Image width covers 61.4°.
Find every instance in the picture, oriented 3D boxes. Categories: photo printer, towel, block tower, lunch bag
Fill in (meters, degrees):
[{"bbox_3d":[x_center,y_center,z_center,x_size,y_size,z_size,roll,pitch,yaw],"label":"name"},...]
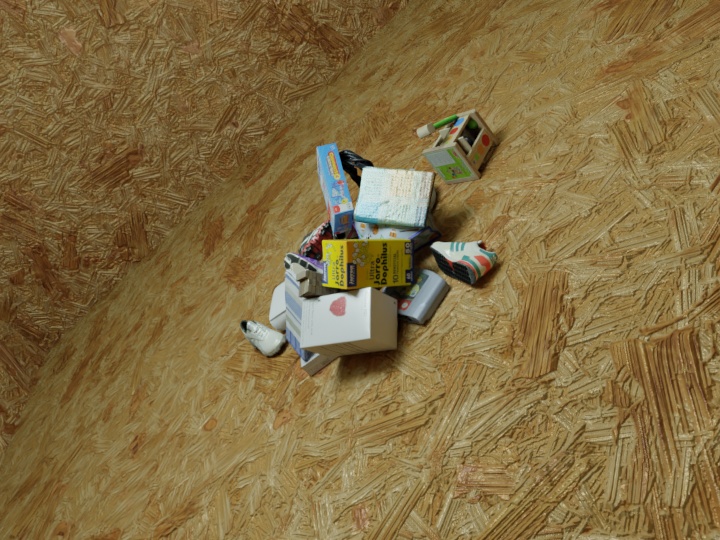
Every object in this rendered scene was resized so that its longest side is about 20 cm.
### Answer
[{"bbox_3d":[-0.176,0.070,1.801,0.199,0.069,0.167,-32,31,24],"label":"photo printer"},{"bbox_3d":[-0.160,0.111,1.544,0.024,0.202,0.147,-7,21,-24],"label":"towel"},{"bbox_3d":[0.084,-0.183,1.515,0.198,0.022,0.148,8,82,27],"label":"towel"},{"bbox_3d":[-0.058,0.048,1.465,0.054,0.198,0.058,-25,57,54],"label":"block tower"},{"bbox_3d":[0.085,-0.117,1.582,0.199,0.124,0.171,-32,66,19],"label":"lunch bag"}]

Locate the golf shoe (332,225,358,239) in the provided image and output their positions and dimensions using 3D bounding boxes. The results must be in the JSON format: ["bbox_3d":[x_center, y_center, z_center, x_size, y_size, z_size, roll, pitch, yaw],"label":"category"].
[{"bbox_3d":[-0.040,-0.118,1.838,0.073,0.092,0.201,-40,25,27],"label":"golf shoe"}]

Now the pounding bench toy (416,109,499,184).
[{"bbox_3d":[0.257,-0.366,1.650,0.124,0.200,0.157,-1,51,53],"label":"pounding bench toy"}]

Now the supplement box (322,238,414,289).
[{"bbox_3d":[0.020,-0.019,1.423,0.109,0.198,0.110,4,97,55],"label":"supplement box"}]

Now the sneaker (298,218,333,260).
[{"bbox_3d":[-0.132,-0.108,1.975,0.201,0.071,0.098,-50,31,-6],"label":"sneaker"}]

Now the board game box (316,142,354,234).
[{"bbox_3d":[-0.072,-0.223,1.699,0.055,0.198,0.200,-14,-10,-6],"label":"board game box"}]

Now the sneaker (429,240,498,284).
[{"bbox_3d":[0.239,-0.033,1.395,0.093,0.071,0.200,-31,24,-11],"label":"sneaker"}]

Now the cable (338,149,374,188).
[{"bbox_3d":[0.001,-0.281,1.729,0.051,0.200,0.163,-49,40,-4],"label":"cable"}]

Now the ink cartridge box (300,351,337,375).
[{"bbox_3d":[-0.067,0.173,1.545,0.199,0.044,0.094,-37,31,16],"label":"ink cartridge box"}]

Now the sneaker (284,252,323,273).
[{"bbox_3d":[-0.122,0.003,1.722,0.084,0.198,0.081,-67,0,-60],"label":"sneaker"}]

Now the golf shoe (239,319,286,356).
[{"bbox_3d":[-0.295,0.191,1.777,0.199,0.097,0.079,4,52,53],"label":"golf shoe"}]

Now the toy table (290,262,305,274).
[{"bbox_3d":[-0.111,0.060,1.593,0.201,0.116,0.185,115,142,-48],"label":"toy table"}]

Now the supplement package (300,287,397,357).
[{"bbox_3d":[-0.026,0.123,1.408,0.198,0.119,0.123,-12,66,32],"label":"supplement package"}]

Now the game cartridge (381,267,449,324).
[{"bbox_3d":[0.120,0.056,1.458,0.133,0.041,0.199,-51,28,-18],"label":"game cartridge"}]

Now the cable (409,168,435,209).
[{"bbox_3d":[0.124,-0.186,1.735,0.200,0.069,0.200,-44,29,5],"label":"cable"}]
